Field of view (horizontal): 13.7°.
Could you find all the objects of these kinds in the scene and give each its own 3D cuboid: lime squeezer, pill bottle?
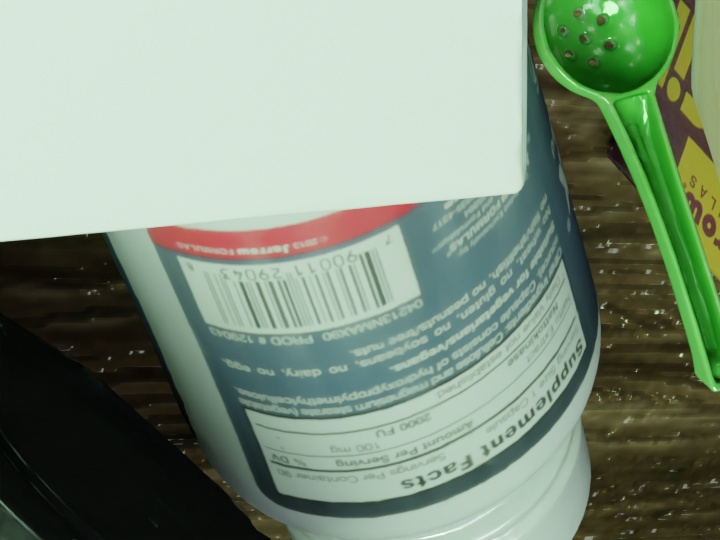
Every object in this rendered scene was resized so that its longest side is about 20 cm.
[{"bbox_3d":[0.060,-0.074,0.703,0.038,0.071,0.201,-8,116,-3],"label":"lime squeezer"},{"bbox_3d":[0.000,0.000,0.795,0.119,0.120,0.200,-29,138,-9],"label":"pill bottle"}]

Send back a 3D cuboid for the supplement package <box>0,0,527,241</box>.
[{"bbox_3d":[-0.069,-0.086,0.629,0.199,0.118,0.117,-5,132,-3],"label":"supplement package"}]

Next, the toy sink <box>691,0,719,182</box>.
[{"bbox_3d":[0.183,-0.064,0.669,0.199,0.112,0.131,-7,137,-5],"label":"toy sink"}]

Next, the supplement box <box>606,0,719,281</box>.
[{"bbox_3d":[0.166,-0.081,0.830,0.103,0.131,0.201,-5,128,-31],"label":"supplement box"}]

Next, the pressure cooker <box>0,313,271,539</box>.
[{"bbox_3d":[-0.121,0.120,0.705,0.200,0.176,0.178,-49,134,7],"label":"pressure cooker"}]
